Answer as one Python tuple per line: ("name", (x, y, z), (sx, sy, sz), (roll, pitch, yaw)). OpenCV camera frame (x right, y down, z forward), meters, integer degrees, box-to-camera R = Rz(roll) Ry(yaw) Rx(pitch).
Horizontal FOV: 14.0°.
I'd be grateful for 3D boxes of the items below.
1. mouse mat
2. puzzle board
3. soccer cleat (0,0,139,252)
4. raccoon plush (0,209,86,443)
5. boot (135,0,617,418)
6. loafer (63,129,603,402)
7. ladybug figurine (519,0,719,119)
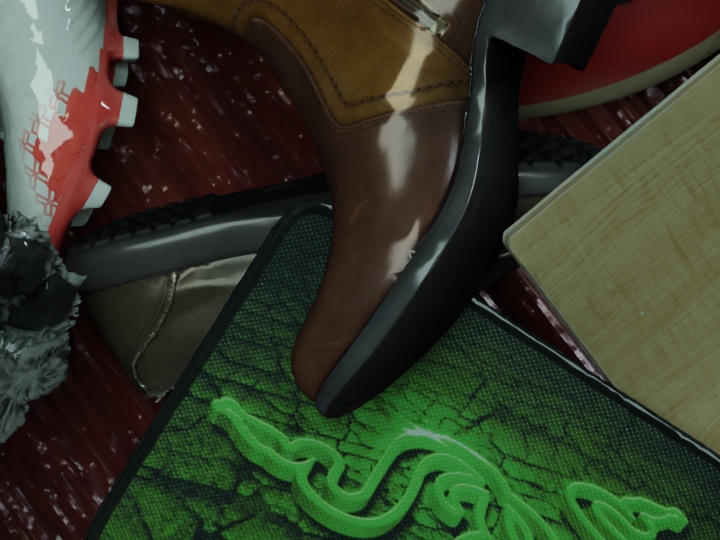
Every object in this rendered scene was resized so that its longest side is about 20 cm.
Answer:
("mouse mat", (0.022, 0.090, 0.997), (0.200, 0.008, 0.161), (32, 105, 1))
("puzzle board", (0.161, -0.025, 0.988), (0.200, 0.017, 0.151), (-40, 120, -1))
("soccer cleat", (-0.119, -0.101, 1.035), (0.085, 0.069, 0.201), (9, 83, -13))
("raccoon plush", (-0.189, 0.010, 0.968), (0.200, 0.097, 0.134), (-39, 55, -20))
("boot", (-0.037, -0.073, 0.957), (0.200, 0.068, 0.189), (27, 100, 17))
("loafer", (0.000, 0.000, 1.023), (0.199, 0.073, 0.071), (-11, 101, 12))
("ladybug figurine", (0.064, -0.126, 1.026), (0.199, 0.072, 0.136), (-15, 80, 3))
